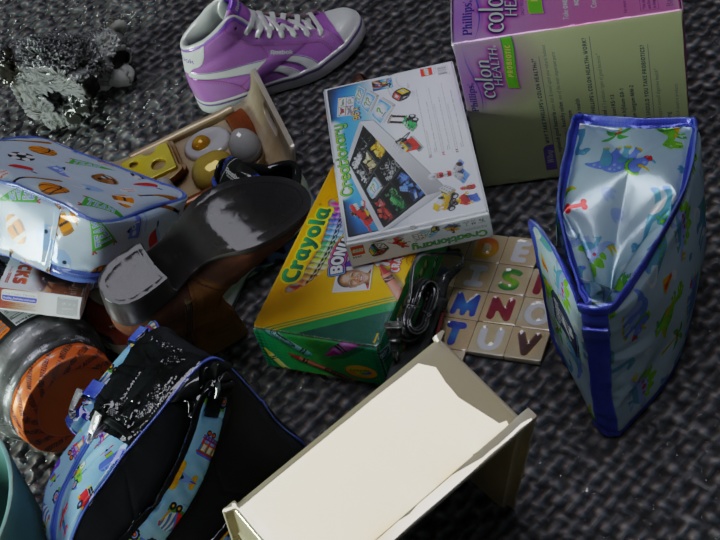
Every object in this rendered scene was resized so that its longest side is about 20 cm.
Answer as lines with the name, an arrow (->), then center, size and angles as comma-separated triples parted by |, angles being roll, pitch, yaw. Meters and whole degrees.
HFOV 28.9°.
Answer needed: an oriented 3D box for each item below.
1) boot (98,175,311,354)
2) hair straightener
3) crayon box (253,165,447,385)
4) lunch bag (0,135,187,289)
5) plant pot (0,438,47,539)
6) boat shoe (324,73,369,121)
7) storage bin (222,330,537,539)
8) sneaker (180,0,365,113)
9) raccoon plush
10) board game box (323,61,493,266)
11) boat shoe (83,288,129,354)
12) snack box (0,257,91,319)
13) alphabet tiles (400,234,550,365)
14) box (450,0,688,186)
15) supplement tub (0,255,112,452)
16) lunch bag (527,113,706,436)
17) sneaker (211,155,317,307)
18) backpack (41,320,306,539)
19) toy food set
boot -> -0.114, 0.020, 1.171 | 0.188, 0.200, 0.069 | -37, 66, -12
hair straightener -> 0.049, 0.058, 1.153 | 0.041, 0.077, 0.201 | 8, 56, 24
crayon box -> 0.000, 0.000, 1.234 | 0.118, 0.058, 0.201 | 8, 52, 22
lunch bag -> -0.255, -0.055, 1.224 | 0.199, 0.076, 0.160 | 23, 22, 22
plant pot -> -0.321, 0.232, 1.058 | 0.199, 0.161, 0.202 | -10, 48, 11
boat shoe -> 0.048, -0.135, 1.330 | 0.200, 0.072, 0.072 | 35, 96, 44
storage bin -> 0.015, 0.173, 0.993 | 0.200, 0.199, 0.094 | -39, 67, -18
sneaker -> -0.092, -0.249, 1.460 | 0.199, 0.115, 0.073 | -27, 45, -9
raccoon plush -> -0.331, -0.248, 1.496 | 0.096, 0.200, 0.135 | -26, 36, 38
board game box -> 0.039, -0.099, 1.245 | 0.125, 0.035, 0.201 | -12, 48, 4
boat shoe -> -0.248, 0.014, 1.300 | 0.071, 0.063, 0.200 | -18, 30, -25
snack box -> -0.270, -0.014, 1.247 | 0.071, 0.024, 0.200 | 7, 24, -6
alphabet tiles -> 0.077, 0.029, 1.230 | 0.199, 0.008, 0.168 | 7, 51, 23
box -> 0.194, -0.182, 1.268 | 0.198, 0.176, 0.097 | -7, 47, 11
supplement tub -> -0.307, 0.068, 1.231 | 0.122, 0.123, 0.200 | -40, 50, -19
lunch bag -> 0.203, 0.004, 1.101 | 0.126, 0.171, 0.201 | 2, 51, 18
sneaker -> -0.122, -0.040, 1.278 | 0.199, 0.116, 0.080 | -38, 48, -18
backpack -> -0.156, 0.166, 1.069 | 0.134, 0.183, 0.200 | 24, 70, 42
toy food set -> -0.172, -0.115, 1.395 | 0.199, 0.061, 0.144 | -25, 46, -3
